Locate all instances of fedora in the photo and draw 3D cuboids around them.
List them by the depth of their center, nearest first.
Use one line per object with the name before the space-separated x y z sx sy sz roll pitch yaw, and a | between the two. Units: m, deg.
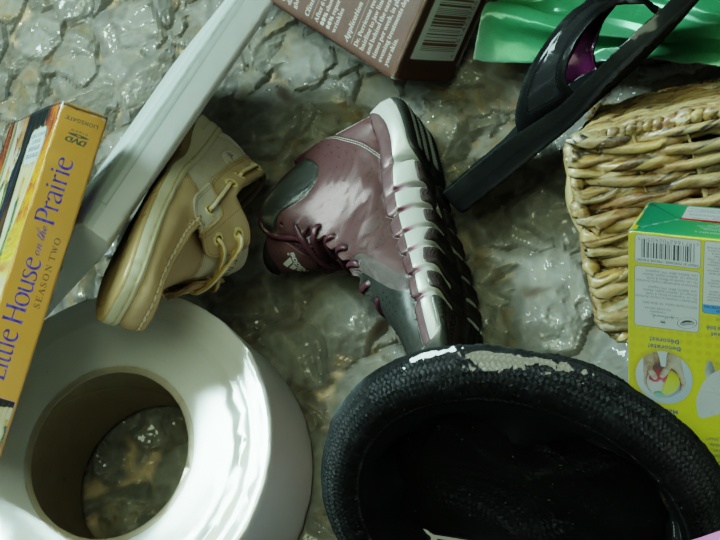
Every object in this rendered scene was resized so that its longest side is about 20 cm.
fedora | 0.086 0.100 0.832 0.201 0.201 0.092 -2 26 19

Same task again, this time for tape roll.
tape roll | -0.133 0.117 0.983 0.202 0.071 0.202 -7 67 16

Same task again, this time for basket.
basket | 0.223 -0.035 0.925 0.200 0.149 0.143 -12 98 15

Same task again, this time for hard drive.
hard drive | -0.130 -0.071 1.005 0.026 0.132 0.200 36 57 -11

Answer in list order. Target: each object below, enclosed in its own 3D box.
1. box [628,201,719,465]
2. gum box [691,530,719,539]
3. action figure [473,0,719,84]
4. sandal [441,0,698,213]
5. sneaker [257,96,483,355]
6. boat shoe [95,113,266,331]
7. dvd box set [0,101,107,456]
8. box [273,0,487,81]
box | 0.195 0.069 0.850 0.117 0.048 0.200 7 114 22
gum box | 0.100 0.202 0.756 0.200 0.066 0.114 -26 28 30
action figure | 0.179 -0.152 0.994 0.200 0.055 0.118 13 71 28
sandal | 0.112 -0.108 0.950 0.200 0.075 0.048 -41 91 27
sneaker | 0.000 0.000 0.991 0.115 0.076 0.200 -21 52 16
boat shoe | -0.096 -0.024 0.983 0.074 0.069 0.200 -54 10 33
dvd box set | -0.199 0.009 0.942 0.146 0.029 0.200 2 74 68
box | -0.014 -0.205 1.057 0.200 0.075 0.100 36 113 27
